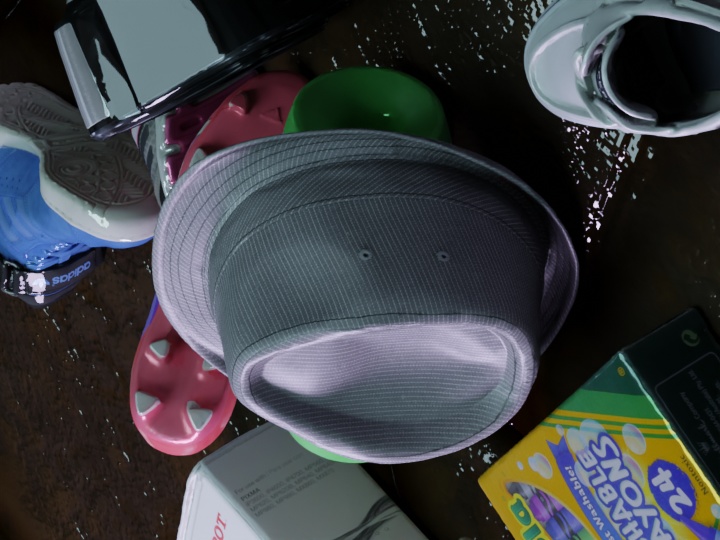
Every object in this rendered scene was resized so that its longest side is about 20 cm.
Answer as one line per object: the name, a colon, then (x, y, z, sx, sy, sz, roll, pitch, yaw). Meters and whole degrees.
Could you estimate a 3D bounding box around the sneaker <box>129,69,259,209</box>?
sneaker: (-0.102, -0.095, 1.545, 0.087, 0.073, 0.201, -4, 108, 61)

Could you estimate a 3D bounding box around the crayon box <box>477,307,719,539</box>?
crayon box: (0.131, 0.116, 1.384, 0.126, 0.051, 0.200, 56, 150, 9)

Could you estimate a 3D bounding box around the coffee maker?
coffee maker: (-0.098, -0.184, 1.397, 0.192, 0.134, 0.201, -26, 95, 55)

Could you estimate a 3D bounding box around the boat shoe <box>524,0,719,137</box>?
boat shoe: (0.119, -0.090, 1.215, 0.200, 0.065, 0.074, -13, 104, 59)

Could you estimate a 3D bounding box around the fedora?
fedora: (0.003, 0.025, 1.354, 0.091, 0.199, 0.178, -94, 14, -47)

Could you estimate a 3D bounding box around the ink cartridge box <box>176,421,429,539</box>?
ink cartridge box: (-0.011, 0.196, 1.633, 0.200, 0.085, 0.146, 45, 146, 23)

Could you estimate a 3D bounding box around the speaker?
speaker: (0.000, 0.000, 1.451, 0.088, 0.088, 0.201, 39, 144, 33)

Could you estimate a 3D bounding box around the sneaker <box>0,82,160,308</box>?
sneaker: (-0.163, -0.025, 1.684, 0.200, 0.076, 0.112, 30, 132, 48)

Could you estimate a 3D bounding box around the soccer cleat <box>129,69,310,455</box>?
soccer cleat: (-0.069, -0.004, 1.496, 0.066, 0.201, 0.076, 17, 172, 2)

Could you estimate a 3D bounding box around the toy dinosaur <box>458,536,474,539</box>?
toy dinosaur: (0.114, 0.221, 1.507, 0.101, 0.058, 0.201, -173, 61, -77)
